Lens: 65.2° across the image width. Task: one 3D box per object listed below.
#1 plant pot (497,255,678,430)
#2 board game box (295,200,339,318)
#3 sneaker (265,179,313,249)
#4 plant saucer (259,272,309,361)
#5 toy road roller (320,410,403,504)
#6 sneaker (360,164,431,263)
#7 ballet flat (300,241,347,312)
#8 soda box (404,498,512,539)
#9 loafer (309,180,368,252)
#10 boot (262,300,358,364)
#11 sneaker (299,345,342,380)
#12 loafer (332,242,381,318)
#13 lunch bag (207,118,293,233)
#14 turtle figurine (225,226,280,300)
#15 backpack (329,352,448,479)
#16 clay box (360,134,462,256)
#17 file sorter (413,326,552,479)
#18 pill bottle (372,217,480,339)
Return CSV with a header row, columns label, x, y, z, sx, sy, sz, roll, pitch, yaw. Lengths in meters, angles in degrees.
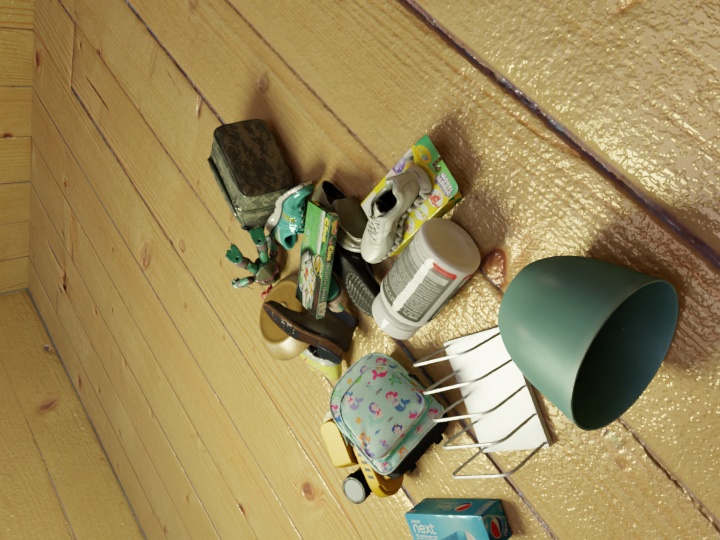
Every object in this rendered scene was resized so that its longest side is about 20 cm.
label,x,y,z,sx,sy,sz,roll,pitch,yaw
plant pot,0.277,0.073,0.731,0.161,0.197,0.204,37,127,49
board game box,-0.085,-0.022,1.084,0.105,0.023,0.204,39,124,55
sneaker,-0.138,-0.120,1.205,0.080,0.077,0.200,51,143,11
plant saucer,-0.164,0.095,1.243,0.198,0.035,0.204,-19,60,35
toy road roller,0.026,0.352,1.135,0.145,0.122,0.203,-28,84,34
sneaker,0.039,-0.088,0.941,0.075,0.080,0.201,48,134,22
ballet flat,-0.075,0.011,1.163,0.067,0.067,0.202,-30,47,8
soda box,0.177,0.470,1.045,0.199,0.063,0.069,-26,83,48
loafer,-0.031,-0.106,1.083,0.200,0.074,0.071,41,133,31
boot,-0.100,0.099,1.160,0.198,0.098,0.075,34,154,3
sneaker,-0.107,0.184,1.256,0.199,0.077,0.092,30,143,50
loafer,0.000,0.000,1.083,0.201,0.071,0.073,54,147,15
lunch bag,-0.249,-0.203,1.250,0.202,0.138,0.168,62,152,13
turtle figurine,-0.231,-0.015,1.296,0.100,0.151,0.201,29,164,17
backpack,0.040,0.256,1.041,0.200,0.178,0.151,42,174,36
clay box,0.091,-0.127,0.967,0.200,0.047,0.116,-42,71,44
file sorter,0.189,0.213,0.910,0.138,0.123,0.204,-25,83,47
pill bottle,0.103,0.019,0.950,0.115,0.113,0.201,53,133,21
